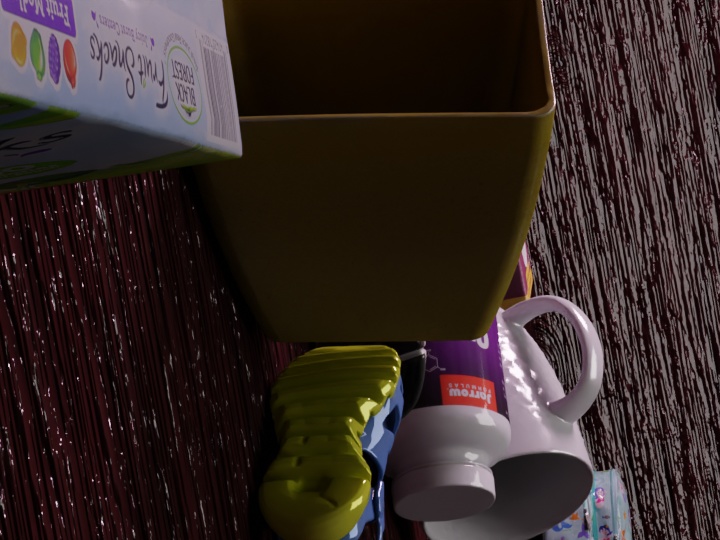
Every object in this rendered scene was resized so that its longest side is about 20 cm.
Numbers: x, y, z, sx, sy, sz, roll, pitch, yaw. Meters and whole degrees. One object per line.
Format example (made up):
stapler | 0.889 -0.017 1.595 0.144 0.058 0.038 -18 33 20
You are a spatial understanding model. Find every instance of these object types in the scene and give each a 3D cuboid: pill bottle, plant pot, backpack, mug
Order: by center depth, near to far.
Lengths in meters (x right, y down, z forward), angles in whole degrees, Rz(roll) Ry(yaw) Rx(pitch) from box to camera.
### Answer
plant pot | 0.007 -0.068 1.131 0.201 0.198 0.177 -88 177 -53
pill bottle | 0.054 0.083 1.465 0.113 0.112 0.201 64 18 -62
mug | 0.115 0.103 1.579 0.147 0.200 0.176 23 38 -43
backpack | 0.304 0.343 2.719 0.178 0.150 0.201 -1 76 -80

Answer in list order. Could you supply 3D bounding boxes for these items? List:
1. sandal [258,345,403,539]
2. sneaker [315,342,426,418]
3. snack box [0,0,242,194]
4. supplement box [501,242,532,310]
sandal | -0.015 0.116 1.132 0.200 0.079 0.088 -71 154 -56
sneaker | 0.000 0.000 1.345 0.116 0.075 0.201 -83 161 -71
snack box | -0.115 -0.042 0.409 0.200 0.141 0.053 1 80 -82
supplement box | 0.118 -0.058 2.070 0.131 0.103 0.201 -63 142 -73
